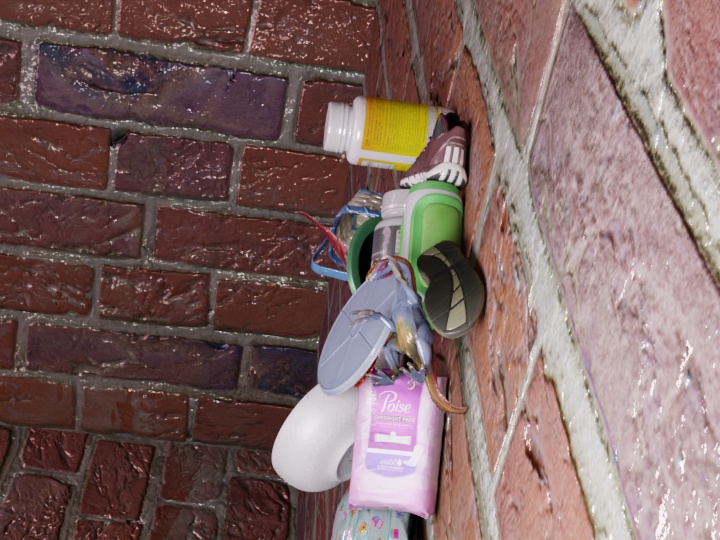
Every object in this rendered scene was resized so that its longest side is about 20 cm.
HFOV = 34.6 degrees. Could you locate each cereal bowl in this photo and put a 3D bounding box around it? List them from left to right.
[{"bbox_3d":[-0.031,0.248,1.701,0.083,0.200,0.200,38,135,30],"label":"cereal bowl"}]

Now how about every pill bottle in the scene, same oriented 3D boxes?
[{"bbox_3d":[0.045,-0.215,1.830,0.109,0.199,0.110,-173,90,-84],"label":"pill bottle"},{"bbox_3d":[0.072,-0.015,1.760,0.114,0.113,0.201,118,158,-74],"label":"pill bottle"}]

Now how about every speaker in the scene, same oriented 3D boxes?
[{"bbox_3d":[0.100,-0.022,1.637,0.088,0.088,0.200,112,164,-68],"label":"speaker"}]

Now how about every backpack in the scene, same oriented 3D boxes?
[{"bbox_3d":[0.022,0.385,1.694,0.200,0.126,0.167,-85,2,-70],"label":"backpack"}]

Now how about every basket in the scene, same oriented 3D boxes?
[{"bbox_3d":[0.027,-0.039,1.977,0.200,0.176,0.139,-60,-14,-52],"label":"basket"}]

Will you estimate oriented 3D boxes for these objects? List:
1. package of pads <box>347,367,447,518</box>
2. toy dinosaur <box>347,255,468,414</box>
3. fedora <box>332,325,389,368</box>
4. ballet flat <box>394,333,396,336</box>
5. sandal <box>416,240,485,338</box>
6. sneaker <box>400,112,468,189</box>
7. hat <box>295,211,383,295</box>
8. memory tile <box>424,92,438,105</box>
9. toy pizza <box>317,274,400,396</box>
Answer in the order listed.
[{"bbox_3d":[0.053,0.238,1.608,0.076,0.120,0.201,34,-120,-73],"label":"package of pads"},{"bbox_3d":[0.055,0.070,1.503,0.105,0.200,0.182,-22,36,32],"label":"toy dinosaur"},{"bbox_3d":[0.008,0.142,1.984,0.177,0.090,0.200,-178,69,-87],"label":"fedora"},{"bbox_3d":[0.075,0.073,1.959,0.065,0.070,0.200,-55,12,4],"label":"ballet flat"},{"bbox_3d":[0.123,0.027,1.504,0.201,0.080,0.057,-97,-18,-61],"label":"sandal"},{"bbox_3d":[0.122,-0.176,1.736,0.200,0.075,0.116,175,108,-73],"label":"sneaker"},{"bbox_3d":[0.000,0.000,1.888,0.176,0.165,0.201,-15,67,53],"label":"hat"},{"bbox_3d":[0.120,-0.215,2.004,0.200,0.017,0.154,-98,16,-65],"label":"memory tile"},{"bbox_3d":[0.006,0.089,1.616,0.200,0.032,0.200,-50,21,27],"label":"toy pizza"}]
